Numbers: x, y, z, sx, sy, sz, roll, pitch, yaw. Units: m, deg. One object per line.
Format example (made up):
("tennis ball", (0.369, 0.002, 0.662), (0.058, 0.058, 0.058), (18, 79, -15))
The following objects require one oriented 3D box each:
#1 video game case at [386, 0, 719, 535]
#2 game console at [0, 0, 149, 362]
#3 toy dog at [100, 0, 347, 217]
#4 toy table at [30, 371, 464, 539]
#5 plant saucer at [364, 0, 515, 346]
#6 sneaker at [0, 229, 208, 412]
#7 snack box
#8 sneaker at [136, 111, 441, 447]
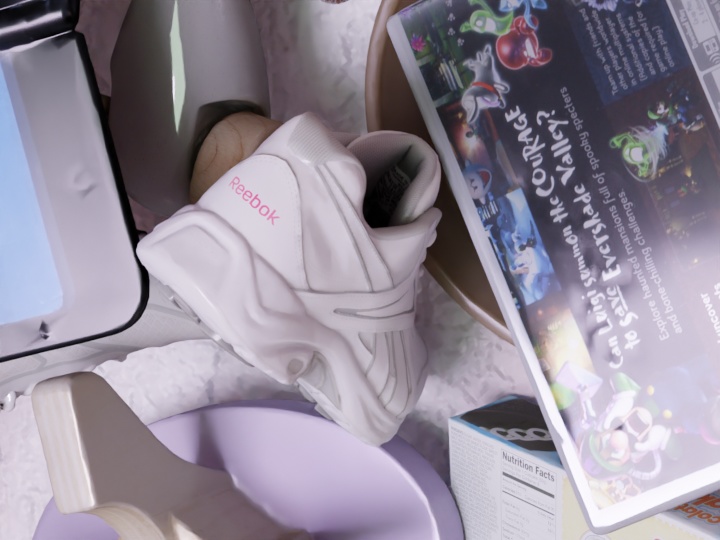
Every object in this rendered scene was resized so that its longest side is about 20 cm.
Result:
("video game case", (0.122, -0.033, 0.856), (0.181, 0.023, 0.201), (-25, 83, 25))
("game console", (-0.196, -0.045, 0.851), (0.199, 0.176, 0.117), (-14, 61, 18))
("toy dog", (-0.049, -0.100, 0.948), (0.132, 0.096, 0.200), (35, 106, 16))
("toy table", (-0.071, 0.125, 0.977), (0.200, 0.117, 0.184), (-25, 84, 28))
("plant saucer", (0.097, -0.056, 0.916), (0.199, 0.029, 0.201), (9, 113, 23))
("sneaker", (-0.131, 0.019, 0.974), (0.075, 0.199, 0.081), (175, 100, -66))
("snack box", (0.109, 0.130, 0.925), (0.200, 0.037, 0.117), (22, 121, 49))
("sneaker", (0.000, 0.000, 0.907), (0.078, 0.200, 0.099), (43, 91, 19))
